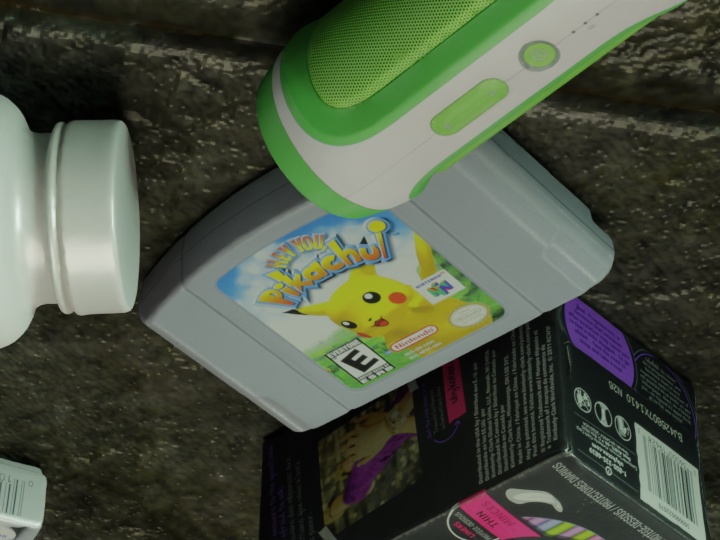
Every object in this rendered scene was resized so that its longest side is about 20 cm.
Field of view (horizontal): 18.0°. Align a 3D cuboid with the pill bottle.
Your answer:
[{"bbox_3d":[-0.197,-0.020,0.970,0.198,0.112,0.111,-1,140,2],"label":"pill bottle"}]

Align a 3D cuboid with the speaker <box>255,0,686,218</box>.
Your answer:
[{"bbox_3d":[0.050,-0.101,0.895,0.088,0.089,0.200,31,131,-31],"label":"speaker"}]

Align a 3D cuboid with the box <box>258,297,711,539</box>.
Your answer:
[{"bbox_3d":[0.058,0.114,1.131,0.199,0.107,0.122,-30,131,31],"label":"box"}]

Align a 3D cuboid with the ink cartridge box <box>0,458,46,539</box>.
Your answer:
[{"bbox_3d":[-0.294,0.148,1.220,0.197,0.044,0.200,17,138,-19],"label":"ink cartridge box"}]

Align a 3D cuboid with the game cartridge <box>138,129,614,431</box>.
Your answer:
[{"bbox_3d":[0.000,0.000,1.054,0.199,0.041,0.133,-29,128,29],"label":"game cartridge"}]
